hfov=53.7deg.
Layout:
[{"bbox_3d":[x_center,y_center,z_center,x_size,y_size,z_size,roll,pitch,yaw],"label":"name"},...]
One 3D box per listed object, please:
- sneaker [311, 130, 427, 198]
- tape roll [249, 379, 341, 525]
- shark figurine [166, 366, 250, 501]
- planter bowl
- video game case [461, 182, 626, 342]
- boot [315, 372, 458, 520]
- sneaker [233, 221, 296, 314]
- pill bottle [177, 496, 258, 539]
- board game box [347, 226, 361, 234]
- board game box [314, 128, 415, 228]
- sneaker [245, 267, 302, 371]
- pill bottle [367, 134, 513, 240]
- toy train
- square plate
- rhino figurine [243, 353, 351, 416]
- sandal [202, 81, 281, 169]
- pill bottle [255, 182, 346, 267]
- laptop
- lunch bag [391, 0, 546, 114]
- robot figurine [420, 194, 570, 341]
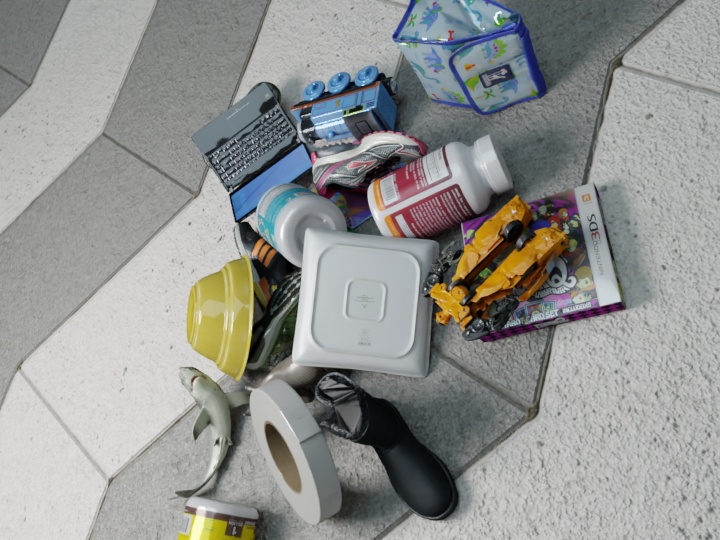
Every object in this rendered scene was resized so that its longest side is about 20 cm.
[{"bbox_3d":[0.015,-0.165,1.119,0.198,0.080,0.076,-11,77,30],"label":"sneaker"},{"bbox_3d":[-0.092,0.249,0.978,0.037,0.204,0.203,-22,49,-25],"label":"tape roll"},{"bbox_3d":[-0.246,0.262,1.144,0.089,0.127,0.217,0,85,56],"label":"shark figurine"},{"bbox_3d":[-0.230,0.072,1.128,0.200,0.083,0.203,-175,90,-70],"label":"planter bowl"},{"bbox_3d":[0.245,-0.010,0.984,0.198,0.036,0.183,-16,60,24],"label":"video game case"},{"bbox_3d":[0.029,0.230,0.923,0.076,0.168,0.201,-42,55,7],"label":"boot"},{"bbox_3d":[-0.152,-0.013,1.210,0.089,0.070,0.201,-22,53,-5],"label":"sneaker"},{"bbox_3d":[-0.217,0.434,1.013,0.108,0.109,0.202,0,69,30],"label":"pill bottle"},{"bbox_3d":[0.000,0.000,1.128,0.199,0.023,0.105,30,89,36],"label":"board game box"},{"bbox_3d":[-0.003,-0.167,1.195,0.199,0.039,0.159,-34,56,13],"label":"board game box"},{"bbox_3d":[-0.106,0.081,1.122,0.201,0.088,0.077,-54,30,10],"label":"sneaker"},{"bbox_3d":[0.120,-0.119,1.059,0.198,0.113,0.114,-24,59,19],"label":"pill bottle"},{"bbox_3d":[-0.029,-0.277,1.224,0.198,0.087,0.115,-8,55,27],"label":"toy train"},{"bbox_3d":[0.009,0.045,1.021,0.197,0.028,0.201,6,84,0],"label":"square plate"},{"bbox_3d":[-0.101,0.164,1.078,0.199,0.087,0.060,-35,55,12],"label":"rhino figurine"},{"bbox_3d":[-0.219,-0.268,1.359,0.080,0.057,0.201,43,95,0],"label":"sandal"},{"bbox_3d":[-0.103,-0.078,1.142,0.111,0.110,0.200,-54,26,-1],"label":"pill bottle"},{"bbox_3d":[-0.196,-0.214,1.277,0.176,0.103,0.201,-34,90,6],"label":"laptop"},{"bbox_3d":[0.174,-0.331,1.084,0.198,0.170,0.129,17,77,33],"label":"lunch bag"},{"bbox_3d":[0.178,0.004,0.958,0.200,0.058,0.145,-45,53,4],"label":"robot figurine"}]
